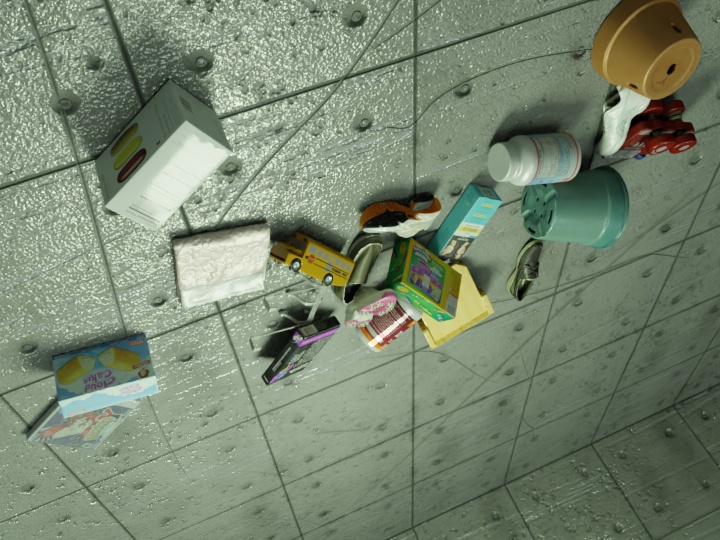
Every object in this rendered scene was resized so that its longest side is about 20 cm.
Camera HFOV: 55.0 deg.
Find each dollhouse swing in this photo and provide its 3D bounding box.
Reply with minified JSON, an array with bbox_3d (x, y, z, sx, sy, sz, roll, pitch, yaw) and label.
[{"bbox_3d":[0.233,0.081,1.886,0.197,0.178,0.182,-30,-175,2],"label":"dollhouse swing"}]

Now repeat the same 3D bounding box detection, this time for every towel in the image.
[{"bbox_3d":[-0.287,-0.009,1.439,0.196,0.033,0.194,-13,140,-22],"label":"towel"}]

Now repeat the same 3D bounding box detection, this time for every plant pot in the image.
[{"bbox_3d":[0.508,-0.152,1.678,0.191,0.203,0.203,-2,137,-20],"label":"plant pot"},{"bbox_3d":[0.597,-0.450,1.418,0.196,0.141,0.203,-18,142,-15],"label":"plant pot"}]

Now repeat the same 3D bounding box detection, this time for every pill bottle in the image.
[{"bbox_3d":[0.085,0.103,1.747,0.199,0.114,0.112,-40,142,15],"label":"pill bottle"},{"bbox_3d":[0.386,-0.247,1.540,0.195,0.110,0.110,-8,139,-25],"label":"pill bottle"}]

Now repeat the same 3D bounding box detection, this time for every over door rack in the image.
[{"bbox_3d":[-0.167,0.082,1.579,0.198,0.067,0.149,-25,150,-43],"label":"over door rack"}]

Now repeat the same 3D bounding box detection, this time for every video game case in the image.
[{"bbox_3d":[-0.647,0.346,1.623,0.200,0.023,0.181,-43,141,18],"label":"video game case"}]

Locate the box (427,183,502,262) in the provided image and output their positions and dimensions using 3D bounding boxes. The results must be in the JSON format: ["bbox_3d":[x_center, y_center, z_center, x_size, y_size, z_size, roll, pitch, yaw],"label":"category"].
[{"bbox_3d":[0.248,-0.110,1.659,0.081,0.050,0.202,5,132,-36],"label":"box"}]

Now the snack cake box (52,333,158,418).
[{"bbox_3d":[-0.541,0.222,1.470,0.196,0.116,0.068,-13,141,-20],"label":"snack cake box"}]

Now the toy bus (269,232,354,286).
[{"bbox_3d":[-0.103,-0.023,1.499,0.198,0.064,0.080,26,89,-48],"label":"toy bus"}]

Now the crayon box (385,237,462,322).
[{"bbox_3d":[0.154,0.024,1.649,0.198,0.121,0.058,33,148,-32],"label":"crayon box"}]

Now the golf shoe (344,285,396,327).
[{"bbox_3d":[0.016,0.069,1.639,0.074,0.094,0.199,7,156,-31],"label":"golf shoe"}]

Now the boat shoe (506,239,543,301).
[{"bbox_3d":[0.467,0.002,1.921,0.072,0.066,0.203,-10,139,-20],"label":"boat shoe"}]

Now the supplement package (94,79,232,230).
[{"bbox_3d":[-0.326,-0.185,1.137,0.199,0.115,0.109,-41,143,15],"label":"supplement package"}]

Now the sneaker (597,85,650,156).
[{"bbox_3d":[0.588,-0.354,1.598,0.078,0.072,0.202,8,138,-8],"label":"sneaker"}]

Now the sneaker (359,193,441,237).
[{"bbox_3d":[0.087,-0.103,1.544,0.195,0.077,0.093,-12,145,-20],"label":"sneaker"}]

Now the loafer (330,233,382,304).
[{"bbox_3d":[0.000,0.000,1.606,0.074,0.070,0.202,2,134,-34],"label":"loafer"}]

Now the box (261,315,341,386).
[{"bbox_3d":[-0.149,0.200,1.723,0.142,0.036,0.201,-16,150,-53],"label":"box"}]

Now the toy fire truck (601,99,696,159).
[{"bbox_3d":[0.703,-0.323,1.683,0.196,0.115,0.168,-6,164,-29],"label":"toy fire truck"}]
